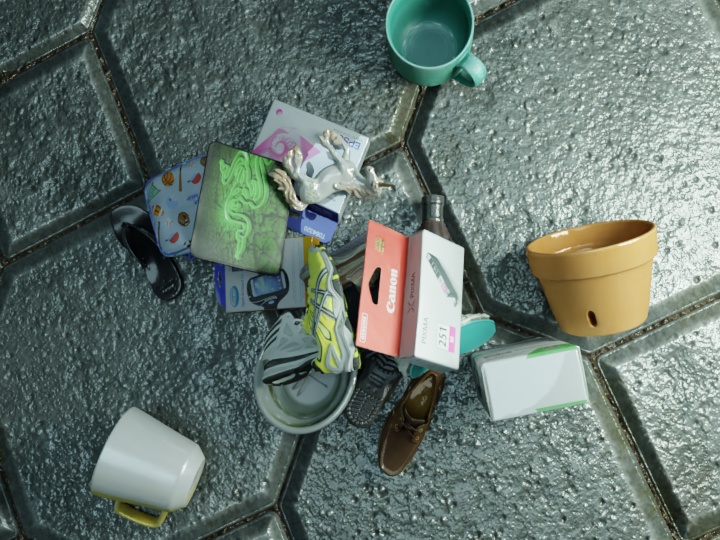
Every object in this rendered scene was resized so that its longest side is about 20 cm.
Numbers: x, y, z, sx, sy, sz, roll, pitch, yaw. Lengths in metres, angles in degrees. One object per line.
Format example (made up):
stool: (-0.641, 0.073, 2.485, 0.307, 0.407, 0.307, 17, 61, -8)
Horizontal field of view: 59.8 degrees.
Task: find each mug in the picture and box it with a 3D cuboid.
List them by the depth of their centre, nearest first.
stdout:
mug: (-0.353, 0.342, 1.079, 0.150, 0.188, 0.152, 21, 55, -1)
mug: (0.123, -0.385, 1.081, 0.148, 0.114, 0.190, -14, 84, 4)

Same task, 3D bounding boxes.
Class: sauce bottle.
sauce bottle: (0.122, -0.025, 1.075, 0.064, 0.066, 0.206, -1, 85, 6)

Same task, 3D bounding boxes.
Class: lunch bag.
lunch bag: (-0.283, -0.111, 1.110, 0.196, 0.075, 0.164, -20, 87, 16)

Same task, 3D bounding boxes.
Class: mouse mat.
mouse mat: (-0.194, -0.103, 1.051, 0.157, 0.007, 0.206, 14, 74, -25)

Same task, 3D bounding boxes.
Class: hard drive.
hard drive: (0.021, 0.037, 1.063, 0.133, 0.042, 0.203, -31, 61, 4)

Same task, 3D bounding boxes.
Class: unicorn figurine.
unicorn figurine: (-0.047, -0.166, 1.070, 0.196, 0.074, 0.140, -25, 94, 17)

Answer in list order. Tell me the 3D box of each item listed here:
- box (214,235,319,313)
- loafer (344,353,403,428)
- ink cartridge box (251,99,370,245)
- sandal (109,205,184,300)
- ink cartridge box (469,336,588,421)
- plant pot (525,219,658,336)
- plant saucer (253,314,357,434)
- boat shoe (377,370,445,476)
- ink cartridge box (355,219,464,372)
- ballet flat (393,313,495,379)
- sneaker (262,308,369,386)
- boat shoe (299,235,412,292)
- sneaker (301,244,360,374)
box: (-0.165, 0.010, 1.104, 0.195, 0.041, 0.123, -5, 84, 20)
loafer: (0.035, 0.175, 1.066, 0.072, 0.071, 0.201, 35, 73, 10)
ink cartridge box: (-0.105, -0.178, 1.126, 0.192, 0.043, 0.204, 22, 86, 7)
sandal: (-0.389, -0.040, 1.144, 0.076, 0.043, 0.202, -38, 82, 2)
ink cartridge box: (0.254, 0.162, 0.976, 0.142, 0.200, 0.086, -12, 86, 5)
plant pot: (0.371, 0.013, 0.990, 0.195, 0.200, 0.144, -14, 101, 5)
plant saucer: (-0.088, 0.178, 1.069, 0.195, 0.050, 0.205, -10, 65, 22)
boat shoe: (0.082, 0.251, 1.052, 0.071, 0.068, 0.204, 26, 88, 8)
ink cartridge box: (0.081, 0.035, 0.954, 0.171, 0.043, 0.205, 21, 65, -33)
ballet flat: (0.135, 0.110, 1.038, 0.196, 0.072, 0.073, -21, 82, -27)
sneaker: (-0.081, 0.106, 1.022, 0.196, 0.076, 0.118, -19, 63, 19)
boat shoe: (0.000, 0.000, 1.027, 0.195, 0.076, 0.074, -20, 80, 5)
sneaker: (-0.057, 0.056, 0.941, 0.074, 0.076, 0.205, -16, 69, 1)
